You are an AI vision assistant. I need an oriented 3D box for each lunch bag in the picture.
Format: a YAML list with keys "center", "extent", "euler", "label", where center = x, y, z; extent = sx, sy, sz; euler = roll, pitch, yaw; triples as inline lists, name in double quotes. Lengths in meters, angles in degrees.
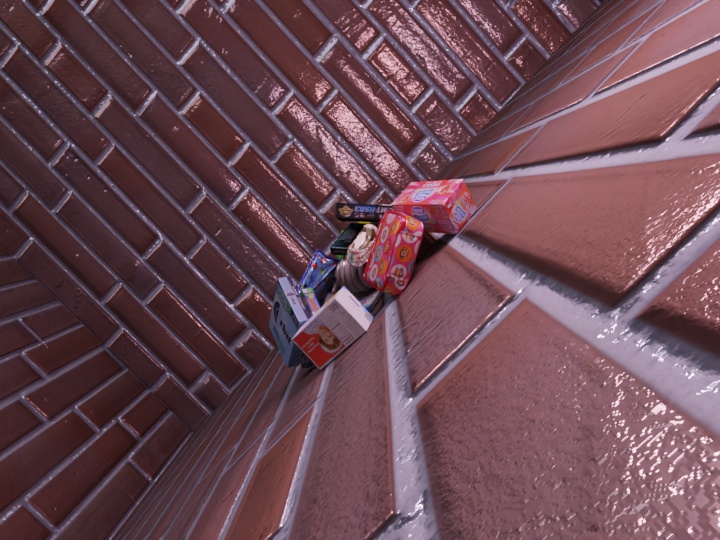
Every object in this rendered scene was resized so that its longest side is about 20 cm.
- center: [-0.141, 0.066, 1.645]
  extent: [0.202, 0.093, 0.152]
  euler: [-57, -19, -24]
  label: "lunch bag"
- center: [0.079, -0.050, 1.340]
  extent: [0.176, 0.080, 0.205]
  euler: [-147, 73, -69]
  label: "lunch bag"

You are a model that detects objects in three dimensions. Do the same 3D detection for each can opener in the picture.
- center: [-0.078, 0.095, 1.584]
  extent: [0.053, 0.065, 0.202]
  euler: [72, -145, -47]
  label: "can opener"

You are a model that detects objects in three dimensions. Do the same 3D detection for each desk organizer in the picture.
- center: [0.138, -0.061, 1.514]
  extent: [0.077, 0.072, 0.200]
  euler: [-49, 5, -17]
  label: "desk organizer"

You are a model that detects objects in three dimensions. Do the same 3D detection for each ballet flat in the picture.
- center: [0.019, -0.086, 1.433]
  extent: [0.202, 0.074, 0.065]
  euler: [-61, -24, -45]
  label: "ballet flat"

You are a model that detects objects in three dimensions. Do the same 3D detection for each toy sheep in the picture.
- center: [0.000, 0.000, 1.544]
  extent: [0.197, 0.140, 0.138]
  euler: [-12, 27, 41]
  label: "toy sheep"

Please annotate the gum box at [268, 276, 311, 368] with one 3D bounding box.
- center: [-0.209, 0.152, 1.520]
  extent: [0.044, 0.171, 0.203]
  euler: [-8, -43, -30]
  label: "gum box"

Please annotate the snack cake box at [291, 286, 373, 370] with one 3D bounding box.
- center: [-0.073, 0.151, 1.341]
  extent: [0.200, 0.115, 0.067]
  euler: [-43, 5, 32]
  label: "snack cake box"

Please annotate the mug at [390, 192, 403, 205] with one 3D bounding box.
- center: [0.174, -0.182, 1.709]
  extent: [0.186, 0.153, 0.150]
  euler: [-42, 5, 34]
  label: "mug"

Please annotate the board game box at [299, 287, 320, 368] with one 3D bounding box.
- center: [-0.154, 0.168, 1.508]
  extent: [0.034, 0.137, 0.202]
  euler: [-7, -41, -29]
  label: "board game box"

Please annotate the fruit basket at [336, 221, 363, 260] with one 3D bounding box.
- center: [0.026, -0.089, 1.749]
  extent: [0.154, 0.219, 0.215]
  euler: [16, -50, -45]
  label: "fruit basket"

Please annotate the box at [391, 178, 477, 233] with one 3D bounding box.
- center: [0.188, -0.165, 1.348]
  extent: [0.100, 0.096, 0.198]
  euler: [-47, 30, -22]
  label: "box"

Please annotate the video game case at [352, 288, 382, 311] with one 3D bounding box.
- center: [0.014, 0.078, 1.554]
  extent: [0.141, 0.018, 0.201]
  euler: [-23, 19, 36]
  label: "video game case"

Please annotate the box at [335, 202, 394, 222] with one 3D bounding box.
- center: [0.032, -0.167, 1.524]
  extent: [0.199, 0.194, 0.051]
  euler: [-39, -49, -86]
  label: "box"

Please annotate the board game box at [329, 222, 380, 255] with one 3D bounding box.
- center: [0.023, -0.091, 1.526]
  extent: [0.196, 0.029, 0.136]
  euler: [5, 40, 34]
  label: "board game box"
